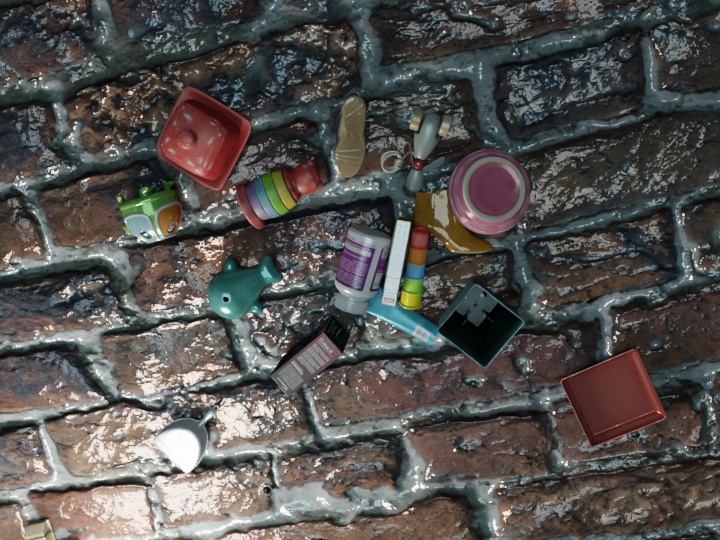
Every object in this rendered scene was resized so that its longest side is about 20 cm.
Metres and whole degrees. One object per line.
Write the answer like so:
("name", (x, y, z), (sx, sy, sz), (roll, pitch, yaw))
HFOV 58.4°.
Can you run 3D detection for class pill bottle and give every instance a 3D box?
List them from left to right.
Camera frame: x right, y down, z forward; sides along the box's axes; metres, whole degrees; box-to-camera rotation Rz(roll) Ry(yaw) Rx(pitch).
("pill bottle", (0.000, 0.000, 1.578), (0.112, 0.112, 0.201), (17, 103, 3))

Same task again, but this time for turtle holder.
("turtle holder", (-0.531, -0.136, 1.598), (0.184, 0.141, 0.133), (-15, 101, 8))

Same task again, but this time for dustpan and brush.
("dustpan and brush", (-0.454, 0.440, 1.760), (0.140, 0.057, 0.200), (43, 110, -5))

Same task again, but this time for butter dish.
("butter dish", (-0.395, -0.314, 1.542), (0.199, 0.148, 0.200), (31, 104, -1))

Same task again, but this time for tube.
("tube", (0.103, 0.116, 1.626), (0.199, 0.050, 0.078), (31, 88, 5))

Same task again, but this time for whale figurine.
("whale figurine", (-0.295, 0.043, 1.626), (0.199, 0.104, 0.160), (-29, 97, 11))

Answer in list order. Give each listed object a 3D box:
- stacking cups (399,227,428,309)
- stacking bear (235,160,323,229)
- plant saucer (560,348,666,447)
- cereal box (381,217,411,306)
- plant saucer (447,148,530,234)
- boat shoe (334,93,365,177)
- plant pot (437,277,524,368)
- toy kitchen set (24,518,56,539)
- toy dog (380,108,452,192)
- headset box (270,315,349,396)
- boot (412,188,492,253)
("stacking cups", (0.130, -0.005, 1.561), (0.060, 0.061, 0.201), (6, 118, 5))
("stacking bear", (-0.190, -0.195, 1.566), (0.199, 0.114, 0.122), (-25, 98, 6))
("plant saucer", (0.627, 0.315, 1.608), (0.199, 0.037, 0.201), (-26, 97, 11))
("cereal box", (0.087, -0.023, 1.537), (0.039, 0.144, 0.202), (10, 97, 3))
("plant saucer", (0.305, -0.186, 1.506), (0.199, 0.051, 0.202), (0, 88, -5))
("boat shoe", (-0.022, -0.323, 1.539), (0.071, 0.065, 0.201), (3, 121, -3))
("plant pot", (0.278, 0.105, 1.521), (0.141, 0.200, 0.142), (37, 104, -1))
("toy kitchen set", (-0.924, 0.828, 1.823), (0.199, 0.180, 0.164), (-13, 99, 5))
("toy dog", (0.148, -0.296, 1.524), (0.132, 0.096, 0.200), (36, 118, -4))
("headset box", (-0.116, 0.206, 1.616), (0.200, 0.149, 0.077), (-40, 95, 14))
("boot", (0.224, -0.121, 1.546), (0.200, 0.071, 0.145), (7, 105, 10))
